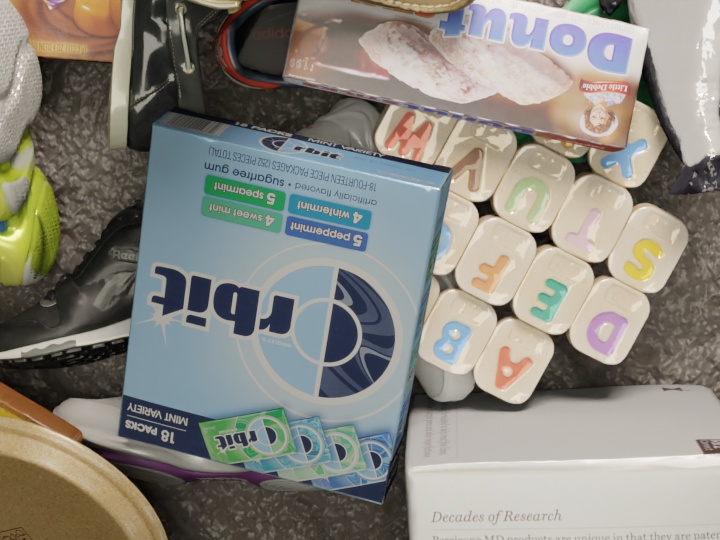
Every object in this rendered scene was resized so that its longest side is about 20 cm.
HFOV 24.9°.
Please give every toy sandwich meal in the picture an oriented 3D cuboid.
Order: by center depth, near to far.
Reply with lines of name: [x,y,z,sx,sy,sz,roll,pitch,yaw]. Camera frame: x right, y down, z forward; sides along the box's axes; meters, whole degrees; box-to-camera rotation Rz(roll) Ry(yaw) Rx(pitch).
toy sandwich meal: [-0.208,0.145,1.037,0.204,0.070,0.206,10,131,12]

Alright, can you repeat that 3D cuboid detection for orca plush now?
orca plush: [0.208,-0.143,0.953,0.105,0.071,0.201,-27,73,35]

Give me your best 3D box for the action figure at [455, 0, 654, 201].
action figure: [0.109,-0.100,0.994,0.200,0.055,0.118,-30,93,-11]

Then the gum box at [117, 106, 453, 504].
gum box: [-0.048,0.021,0.953,0.169,0.045,0.201,13,112,8]

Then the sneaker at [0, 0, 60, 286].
sneaker: [-0.251,-0.078,1.005,0.105,0.076,0.201,6,122,13]

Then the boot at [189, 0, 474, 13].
boot: [-0.031,-0.168,0.828,0.199,0.155,0.072,22,113,-3]

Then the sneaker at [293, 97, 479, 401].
sneaker: [0.000,0.000,1.009,0.099,0.078,0.201,-27,87,-27]

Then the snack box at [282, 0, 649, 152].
snack box: [0.060,-0.123,0.928,0.199,0.024,0.072,12,87,-3]

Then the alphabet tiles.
alphabet tiles: [0.091,-0.028,0.965,0.199,0.015,0.196,27,98,-9]

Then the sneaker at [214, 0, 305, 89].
sneaker: [0.006,-0.150,0.998,0.199,0.085,0.075,-16,97,5]

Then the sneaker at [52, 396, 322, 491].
sneaker: [-0.098,0.089,1.056,0.199,0.075,0.100,3,73,6]

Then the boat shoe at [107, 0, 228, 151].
boat shoe: [-0.109,-0.168,0.960,0.067,0.072,0.201,6,102,-7]

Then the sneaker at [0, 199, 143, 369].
sneaker: [-0.151,0.004,1.045,0.199,0.076,0.088,-16,82,1]

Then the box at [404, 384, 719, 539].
box: [0.129,0.152,0.975,0.199,0.199,0.131,-2,97,4]

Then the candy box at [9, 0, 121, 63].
candy box: [-0.159,-0.229,1.012,0.116,0.056,0.201,4,97,3]
